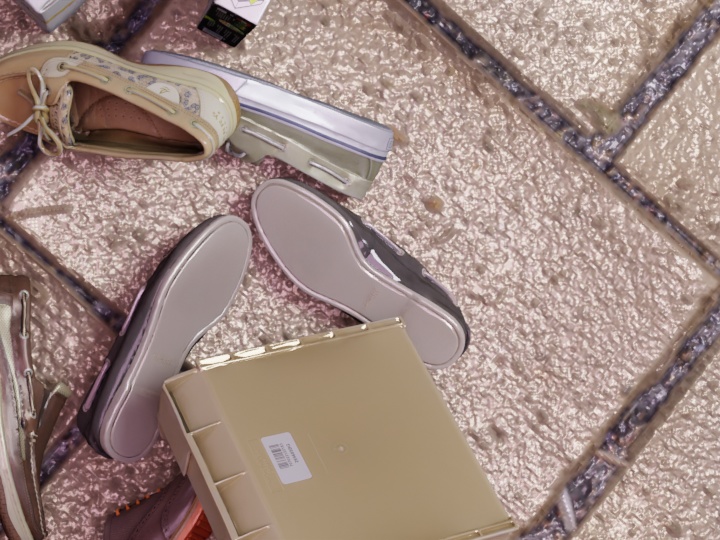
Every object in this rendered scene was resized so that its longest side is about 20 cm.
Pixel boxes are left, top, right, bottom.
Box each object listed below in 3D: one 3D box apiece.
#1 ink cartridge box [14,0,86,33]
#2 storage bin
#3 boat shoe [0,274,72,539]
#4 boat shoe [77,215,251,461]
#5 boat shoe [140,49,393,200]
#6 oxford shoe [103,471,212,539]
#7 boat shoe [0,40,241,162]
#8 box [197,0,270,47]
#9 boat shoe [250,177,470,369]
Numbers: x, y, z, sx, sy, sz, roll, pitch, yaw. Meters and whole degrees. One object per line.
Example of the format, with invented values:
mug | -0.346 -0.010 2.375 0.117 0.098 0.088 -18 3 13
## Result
ink cartridge box | -0.219 -0.270 1.424 0.145 0.200 0.145 -44 97 -4
storage bin | -0.022 0.152 1.439 0.198 0.094 0.201 -12 53 -24
boat shoe | -0.248 0.101 1.500 0.074 0.075 0.204 -13 94 -13
boat shoe | -0.151 0.044 1.512 0.067 0.057 0.201 32 82 -43
boat shoe | -0.073 -0.109 1.517 0.199 0.072 0.062 20 95 -9
oxford shoe | -0.151 0.186 1.519 0.073 0.071 0.201 28 76 15
boat shoe | -0.188 -0.118 1.471 0.199 0.063 0.074 5 126 17
box | -0.072 -0.220 1.446 0.035 0.200 0.110 28 89 -8
boat shoe | 0.000 0.000 1.545 0.200 0.057 0.067 40 108 -3
